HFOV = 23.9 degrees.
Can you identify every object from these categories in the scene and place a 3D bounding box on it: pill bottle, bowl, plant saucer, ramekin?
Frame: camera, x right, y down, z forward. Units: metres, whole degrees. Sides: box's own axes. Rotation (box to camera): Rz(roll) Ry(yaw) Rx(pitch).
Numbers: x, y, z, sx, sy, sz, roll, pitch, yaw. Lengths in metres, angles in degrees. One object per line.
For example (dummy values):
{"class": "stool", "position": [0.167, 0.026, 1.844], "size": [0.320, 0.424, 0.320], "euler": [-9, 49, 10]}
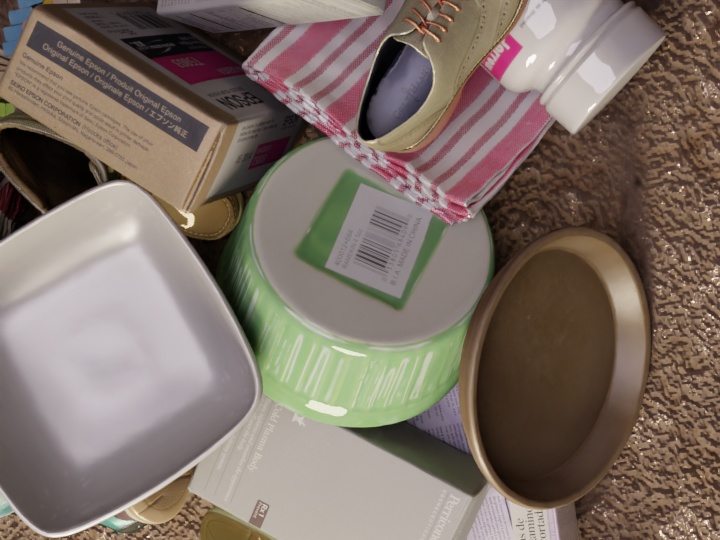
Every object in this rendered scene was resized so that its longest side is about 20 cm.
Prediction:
{"class": "pill bottle", "position": [0.109, -0.197, 1.185], "size": [0.200, 0.113, 0.113], "euler": [44, 110, 6]}
{"class": "bowl", "position": [-0.181, 0.061, 1.179], "size": [0.199, 0.075, 0.201], "euler": [-32, 84, 0]}
{"class": "plant saucer", "position": [0.135, 0.067, 1.199], "size": [0.029, 0.199, 0.202], "euler": [12, 106, 45]}
{"class": "ramekin", "position": [0.000, 0.000, 1.205], "size": [0.199, 0.200, 0.098], "euler": [36, 149, 8]}

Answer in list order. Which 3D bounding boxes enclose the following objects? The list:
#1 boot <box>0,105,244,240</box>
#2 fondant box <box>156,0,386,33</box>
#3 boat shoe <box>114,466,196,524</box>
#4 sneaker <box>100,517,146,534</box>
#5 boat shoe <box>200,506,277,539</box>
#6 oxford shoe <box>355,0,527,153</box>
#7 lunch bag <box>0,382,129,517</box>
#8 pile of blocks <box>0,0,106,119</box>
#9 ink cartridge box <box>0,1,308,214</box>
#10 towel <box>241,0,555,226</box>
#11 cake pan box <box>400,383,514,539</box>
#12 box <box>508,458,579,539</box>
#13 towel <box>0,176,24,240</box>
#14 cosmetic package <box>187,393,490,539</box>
{"class": "boot", "position": [-0.179, -0.068, 1.265], "size": [0.199, 0.155, 0.072], "euler": [33, 105, -12]}
{"class": "fondant box", "position": [-0.056, -0.249, 1.190], "size": [0.199, 0.058, 0.145], "euler": [4, 84, 49]}
{"class": "boat shoe", "position": [-0.141, 0.103, 1.306], "size": [0.065, 0.201, 0.072], "euler": [-13, 137, 46]}
{"class": "sneaker", "position": [-0.169, 0.166, 1.377], "size": [0.198, 0.072, 0.080], "euler": [-9, 118, 13]}
{"class": "boat shoe", "position": [-0.030, 0.231, 1.300], "size": [0.200, 0.063, 0.074], "euler": [22, 123, 20]}
{"class": "oxford shoe", "position": [0.058, -0.163, 1.108], "size": [0.070, 0.074, 0.201], "euler": [28, 106, 13]}
{"class": "lunch bag", "position": [-0.242, 0.090, 1.316], "size": [0.199, 0.171, 0.122], "euler": [-22, 119, 19]}
{"class": "pile of blocks", "position": [-0.267, -0.164, 1.342], "size": [0.082, 0.062, 0.201], "euler": [27, 107, 11]}
{"class": "ink cartridge box", "position": [-0.141, -0.125, 1.234], "size": [0.164, 0.200, 0.075], "euler": [31, 106, 9]}
{"class": "towel", "position": [0.035, -0.136, 1.215], "size": [0.200, 0.146, 0.030], "euler": [36, 149, 9]}
{"class": "cake pan box", "position": [0.027, 0.154, 1.314], "size": [0.183, 0.052, 0.201], "euler": [-14, 96, 22]}
{"class": "box", "position": [0.130, 0.137, 1.262], "size": [0.038, 0.041, 0.202], "euler": [-9, 88, 30]}
{"class": "towel", "position": [-0.319, 0.019, 1.333], "size": [0.023, 0.200, 0.144], "euler": [38, 112, -23]}
{"class": "cosmetic package", "position": [-0.013, 0.155, 1.256], "size": [0.199, 0.090, 0.107], "euler": [25, 104, 15]}
